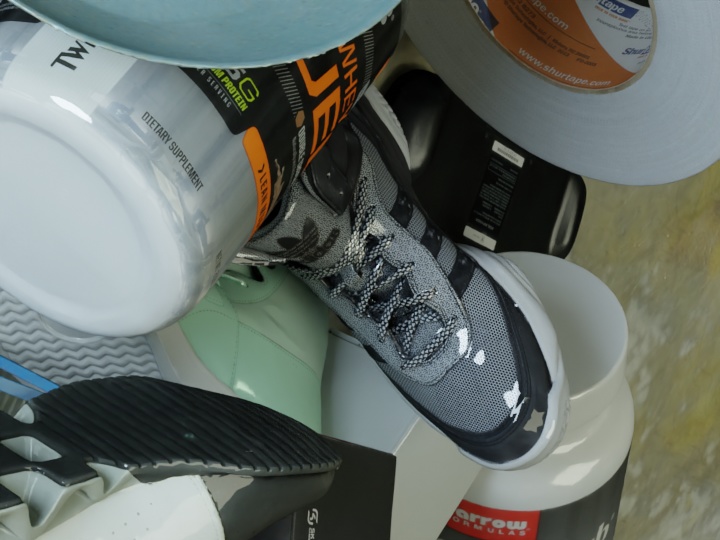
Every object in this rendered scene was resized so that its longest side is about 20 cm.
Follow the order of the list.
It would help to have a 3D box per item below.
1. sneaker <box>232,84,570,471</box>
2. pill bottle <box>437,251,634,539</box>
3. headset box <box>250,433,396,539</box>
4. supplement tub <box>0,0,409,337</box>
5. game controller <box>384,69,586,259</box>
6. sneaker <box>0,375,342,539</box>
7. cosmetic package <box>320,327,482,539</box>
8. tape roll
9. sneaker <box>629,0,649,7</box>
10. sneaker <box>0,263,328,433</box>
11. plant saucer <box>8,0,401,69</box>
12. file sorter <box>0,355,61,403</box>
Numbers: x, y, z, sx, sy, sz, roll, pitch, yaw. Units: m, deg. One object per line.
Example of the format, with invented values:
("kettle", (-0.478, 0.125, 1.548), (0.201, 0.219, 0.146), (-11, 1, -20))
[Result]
("sneaker", (0.000, 0.000, 0.989), (0.075, 0.200, 0.114), (-41, 163, 23))
("pill bottle", (0.071, 0.092, 1.191), (0.116, 0.116, 0.201), (-42, 151, -33))
("headset box", (-0.076, 0.134, 0.917), (0.075, 0.199, 0.149), (21, 72, -58))
("supplement tub", (-0.062, -0.082, 0.890), (0.200, 0.122, 0.123), (-54, 148, -36))
("game controller", (0.053, -0.027, 1.199), (0.200, 0.042, 0.105), (25, 75, -59))
("sneaker", (-0.092, 0.089, 0.795), (0.199, 0.074, 0.089), (-7, 116, -43))
("cosmetic package", (-0.047, 0.124, 1.073), (0.200, 0.113, 0.081), (-53, 146, -16))
("tape roll", (0.097, -0.135, 1.030), (0.066, 0.200, 0.201), (-43, 141, -31))
("sneaker", (0.144, -0.140, 1.216), (0.200, 0.073, 0.112), (0, 112, -54))
("sneaker", (-0.084, 0.005, 0.999), (0.200, 0.074, 0.119), (47, 37, -37))
("plant saucer", (-0.071, -0.142, 0.823), (0.201, 0.201, 0.039), (-39, 172, -36))
("file sorter", (-0.185, 0.108, 0.848), (0.139, 0.122, 0.201), (30, 86, -57))
